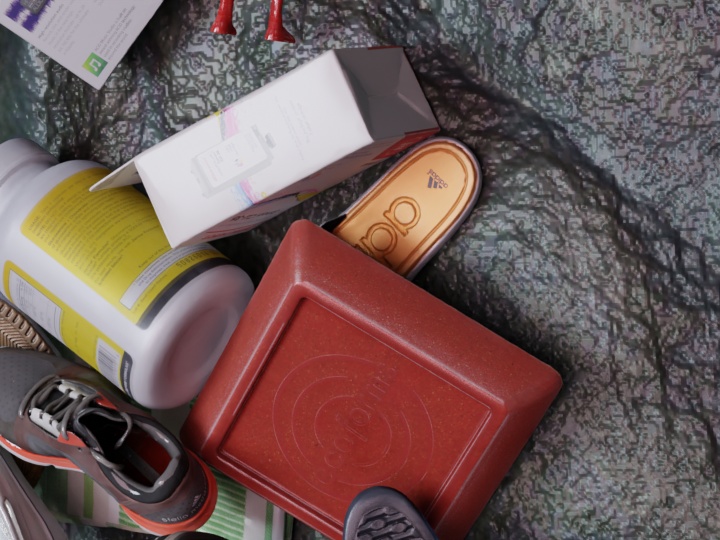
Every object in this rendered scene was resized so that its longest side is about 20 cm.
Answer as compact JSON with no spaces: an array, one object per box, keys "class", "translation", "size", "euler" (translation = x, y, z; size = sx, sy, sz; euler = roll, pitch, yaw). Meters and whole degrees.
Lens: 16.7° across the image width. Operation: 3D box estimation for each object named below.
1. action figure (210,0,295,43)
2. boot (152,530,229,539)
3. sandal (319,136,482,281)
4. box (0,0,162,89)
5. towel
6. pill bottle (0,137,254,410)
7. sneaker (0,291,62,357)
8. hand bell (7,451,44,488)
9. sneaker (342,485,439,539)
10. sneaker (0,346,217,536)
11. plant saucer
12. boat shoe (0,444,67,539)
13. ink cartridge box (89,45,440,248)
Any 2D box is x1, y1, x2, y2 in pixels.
[{"class":"action figure","translation":[-0.057,-0.251,1.600],"size":[0.065,0.052,0.200],"euler":[10,96,16]},{"class":"boot","translation":[-0.131,0.219,1.626],"size":[0.150,0.200,0.073],"euler":[3,70,28]},{"class":"sandal","translation":[-0.006,-0.006,1.597],"size":[0.079,0.059,0.207],"euler":[43,106,14]},{"class":"box","translation":[-0.212,-0.232,1.608],"size":[0.200,0.036,0.144],"euler":[34,113,-13]},{"class":"towel","translation":[-0.135,0.111,1.694],"size":[0.200,0.023,0.153],"euler":[8,99,24]},{"class":"pill bottle","translation":[-0.175,-0.004,1.641],"size":[0.200,0.112,0.112],"euler":[37,109,24]},{"class":"sneaker","translation":[-0.278,0.012,1.716],"size":[0.200,0.109,0.070],"euler":[39,109,-9]},{"class":"hand bell","translation":[-0.249,0.182,1.703],"size":[0.104,0.104,0.200],"euler":[25,107,18]},{"class":"sneaker","translation":[0.043,0.223,1.586],"size":[0.066,0.078,0.200],"euler":[-26,103,6]},{"class":"sneaker","translation":[-0.179,0.096,1.606],"size":[0.200,0.082,0.077],"euler":[27,70,21]},{"class":"plant saucer","translation":[-0.002,0.097,1.583],"size":[0.200,0.037,0.200],"euler":[32,120,3]},{"class":"boat shoe","translation":[-0.275,0.139,1.647],"size":[0.072,0.066,0.200],"euler":[-39,78,16]},{"class":"ink cartridge box","translation":[-0.063,-0.073,1.588],"size":[0.200,0.116,0.068],"euler":[-26,86,25]}]
